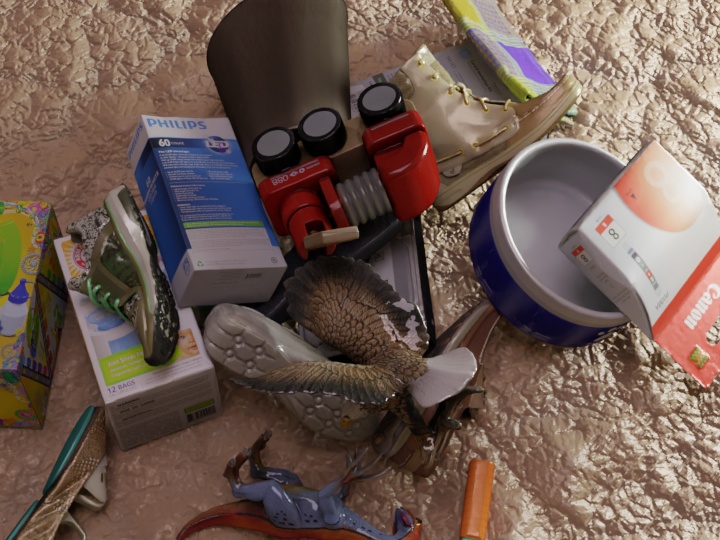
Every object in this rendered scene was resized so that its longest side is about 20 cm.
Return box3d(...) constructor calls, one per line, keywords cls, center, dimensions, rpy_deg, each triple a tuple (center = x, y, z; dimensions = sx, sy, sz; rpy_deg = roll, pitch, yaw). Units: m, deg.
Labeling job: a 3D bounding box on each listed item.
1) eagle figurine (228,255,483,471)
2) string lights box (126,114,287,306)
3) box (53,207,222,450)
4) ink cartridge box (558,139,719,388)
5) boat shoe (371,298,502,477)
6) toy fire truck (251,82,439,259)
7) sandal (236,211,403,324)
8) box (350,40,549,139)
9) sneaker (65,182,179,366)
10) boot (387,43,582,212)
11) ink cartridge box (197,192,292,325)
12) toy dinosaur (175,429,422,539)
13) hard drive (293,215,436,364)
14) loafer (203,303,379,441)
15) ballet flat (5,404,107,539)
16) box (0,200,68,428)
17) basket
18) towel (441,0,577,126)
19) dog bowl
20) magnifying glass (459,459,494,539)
box3d(cls="eagle figurine", center=(0.001, 0.088, 1.204), dimensions=(0.199, 0.152, 0.152), rpy_deg=(35, 98, -4))
box3d(cls="string lights box", center=(-0.156, -0.063, 1.341), dimensions=(0.101, 0.059, 0.202), rpy_deg=(-2, 52, -31))
box3d(cls="box", center=(-0.223, 0.056, 1.337), dimensions=(0.111, 0.102, 0.202), rpy_deg=(-18, 59, -11))
box3d(cls="ink cartridge box", center=(0.311, -0.009, 1.316), dimensions=(0.200, 0.050, 0.162), rpy_deg=(42, 56, 5))
box3d(cls="boat shoe", center=(0.088, 0.117, 1.319), dimensions=(0.072, 0.076, 0.201), rpy_deg=(39, 66, -5))
box3d(cls="toy fire truck", center=(-0.005, -0.073, 1.275), dimensions=(0.174, 0.129, 0.201), rpy_deg=(-22, 48, 0))
box3d(cls="sandal", center=(-0.041, -0.003, 1.357), dimensions=(0.199, 0.043, 0.076), rpy_deg=(-36, 42, 6))
box3d(cls="box", center=(0.090, -0.170, 1.511), dimensions=(0.198, 0.041, 0.157), rpy_deg=(-22, 61, -11))
box3d(cls="sneaker", center=(-0.230, 0.015, 1.270), dimensions=(0.088, 0.077, 0.202), rpy_deg=(-23, 54, 0))
box3d(cls="boot", center=(0.117, -0.179, 1.402), dimensions=(0.199, 0.073, 0.156), rpy_deg=(-37, 90, 19))
box3d(cls="ink cartridge box", center=(-0.144, -0.030, 1.414), dimensions=(0.102, 0.060, 0.202), rpy_deg=(-18, 59, -11))
box3d(cls="toy dinosaur", center=(-0.040, 0.228, 1.265), dimensions=(0.181, 0.105, 0.201), rpy_deg=(40, 103, 10))
box3d(cls="hard drive", center=(0.000, 0.000, 1.381), dimensions=(0.138, 0.038, 0.203), rpy_deg=(-15, 56, 16))
box3d(cls="loafer", center=(-0.064, 0.095, 1.298), dimensions=(0.199, 0.070, 0.070), rpy_deg=(38, 17, -18))
box3d(cls="ballet flat", center=(-0.279, 0.224, 1.265), dimensions=(0.065, 0.070, 0.202), rpy_deg=(34, 64, -10))
box3d(cls="box", center=(-0.409, 0.041, 1.338), dimensions=(0.196, 0.123, 0.195), rpy_deg=(1, 57, 2))
box3d(cls="basket", center=(-0.076, -0.184, 1.441), dimensions=(0.179, 0.136, 0.202), rpy_deg=(-33, 47, 22))
box3d(cls="towel", center=(0.163, -0.253, 1.516), dimensions=(0.023, 0.143, 0.201), rpy_deg=(-43, 62, 23))
box3d(cls="dog bowl", center=(0.212, -0.028, 1.358), dimensions=(0.197, 0.079, 0.203), rpy_deg=(10, 61, -19))
box3d(cls="magnifying glass", center=(0.101, 0.272, 1.245), dimensions=(0.078, 0.023, 0.202), rpy_deg=(8, 57, 6))
